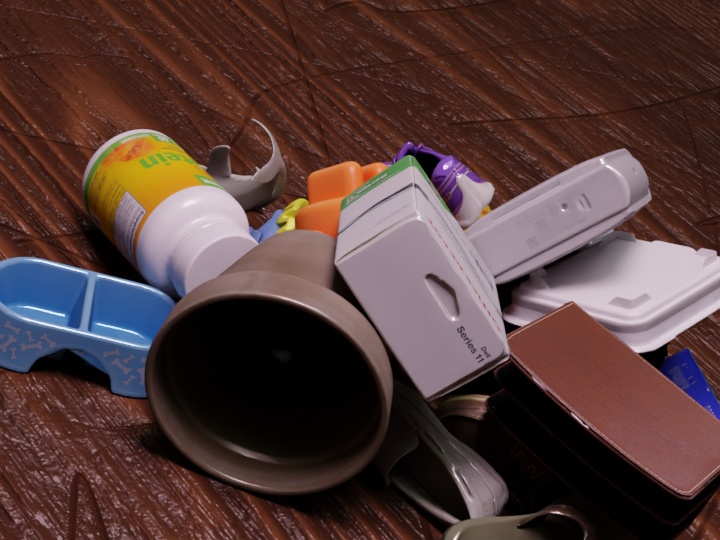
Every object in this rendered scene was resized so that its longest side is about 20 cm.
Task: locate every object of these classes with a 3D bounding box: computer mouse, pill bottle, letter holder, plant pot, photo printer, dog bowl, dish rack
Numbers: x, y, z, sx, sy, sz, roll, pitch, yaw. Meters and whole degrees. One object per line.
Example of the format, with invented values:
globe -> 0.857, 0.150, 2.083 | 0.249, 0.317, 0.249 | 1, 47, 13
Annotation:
computer mouse -> 0.123, 0.008, 1.484 | 0.034, 0.059, 0.200 | 7, -8, 29
pill bottle -> -0.172, -0.043, 1.371 | 0.111, 0.111, 0.200 | -3, 30, -36
letter holder -> 0.199, 0.139, 1.240 | 0.200, 0.101, 0.142 | 40, 32, 20
plant pot -> -0.063, 0.058, 1.235 | 0.199, 0.200, 0.174 | 21, 33, -3
photo printer -> 0.195, -0.054, 1.417 | 0.070, 0.166, 0.200 | 62, 18, 2
dog bowl -> -0.242, 0.045, 1.284 | 0.199, 0.050, 0.112 | 15, 33, -14
dish rack -> 0.249, 0.012, 1.392 | 0.171, 0.044, 0.200 | 14, 28, 42

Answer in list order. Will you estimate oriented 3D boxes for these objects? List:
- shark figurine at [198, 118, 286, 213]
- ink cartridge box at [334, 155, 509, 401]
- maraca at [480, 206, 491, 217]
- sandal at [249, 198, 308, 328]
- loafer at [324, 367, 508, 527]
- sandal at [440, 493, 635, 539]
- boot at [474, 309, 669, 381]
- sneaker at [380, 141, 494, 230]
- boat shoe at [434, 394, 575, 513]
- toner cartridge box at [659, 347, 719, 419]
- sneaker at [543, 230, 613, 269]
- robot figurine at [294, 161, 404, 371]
shark figurine -> -0.125, -0.071, 1.485 | 0.128, 0.214, 0.090 | 38, 64, -31
ink cartridge box -> 0.050, 0.002, 1.238 | 0.147, 0.083, 0.200 | 56, 10, -13
maraca -> 0.080, -0.023, 1.538 | 0.137, 0.107, 0.200 | 32, 46, -15
sandal -> -0.098, 0.014, 1.415 | 0.087, 0.080, 0.200 | -9, 35, 20
loafer -> 0.039, 0.153, 1.283 | 0.200, 0.070, 0.070 | 35, 26, 18
sandal -> 0.159, 0.232, 1.229 | 0.200, 0.057, 0.080 | -7, 77, -31
boot -> 0.178, 0.071, 1.412 | 0.200, 0.077, 0.168 | -1, 0, -40
sneaker -> 0.056, -0.095, 1.449 | 0.083, 0.081, 0.200 | 48, -18, -23
boat shoe -> 0.154, 0.177, 1.318 | 0.200, 0.072, 0.068 | 28, 30, 2
toner cartridge box -> 0.281, 0.151, 1.429 | 0.200, 0.043, 0.095 | -21, 82, -48
sneaker -> 0.243, 0.039, 1.547 | 0.075, 0.114, 0.200 | 5, 48, -36
robot figurine -> -0.002, 0.000, 1.395 | 0.116, 0.201, 0.144 | -9, -5, 5
